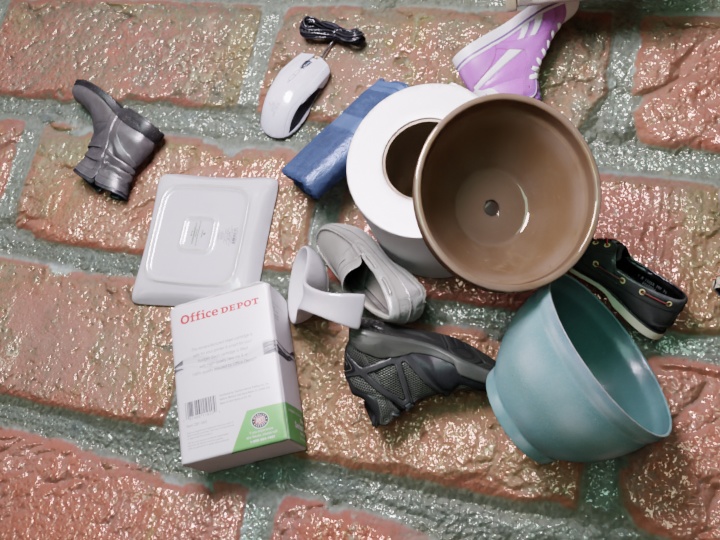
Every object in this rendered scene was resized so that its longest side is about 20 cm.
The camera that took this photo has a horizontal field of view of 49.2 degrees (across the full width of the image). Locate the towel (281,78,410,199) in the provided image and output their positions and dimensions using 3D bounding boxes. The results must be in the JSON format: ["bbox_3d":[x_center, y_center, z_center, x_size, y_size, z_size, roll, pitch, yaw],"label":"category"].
[{"bbox_3d":[-0.013,-0.179,1.074,0.199,0.049,0.111,-43,27,-5],"label":"towel"}]

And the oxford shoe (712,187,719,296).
[{"bbox_3d":[0.436,-0.009,0.896,0.072,0.071,0.205,-14,67,13],"label":"oxford shoe"}]

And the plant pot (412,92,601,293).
[{"bbox_3d":[0.148,-0.075,0.843,0.195,0.093,0.207,0,82,-3],"label":"plant pot"}]

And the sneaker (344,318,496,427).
[{"bbox_3d":[0.072,0.135,0.950,0.194,0.076,0.117,11,106,-5],"label":"sneaker"}]

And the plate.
[{"bbox_3d":[-0.226,-0.048,1.119,0.194,0.032,0.205,4,71,17],"label":"plate"}]

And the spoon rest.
[{"bbox_3d":[-0.059,0.026,0.977,0.059,0.199,0.102,9,95,-25],"label":"spoon rest"}]

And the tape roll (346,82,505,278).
[{"bbox_3d":[0.092,-0.109,0.992,0.197,0.139,0.208,-5,68,13],"label":"tape roll"}]

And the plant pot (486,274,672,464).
[{"bbox_3d":[0.221,0.125,0.856,0.134,0.198,0.203,-41,62,26],"label":"plant pot"}]

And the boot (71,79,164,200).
[{"bbox_3d":[-0.405,-0.202,1.210,0.198,0.070,0.133,32,87,28],"label":"boot"}]

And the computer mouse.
[{"bbox_3d":[-0.083,-0.287,1.160,0.108,0.044,0.203,26,79,22],"label":"computer mouse"}]

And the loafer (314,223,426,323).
[{"bbox_3d":[0.000,0.000,0.997,0.199,0.069,0.072,36,126,39],"label":"loafer"}]

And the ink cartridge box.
[{"bbox_3d":[-0.156,0.136,1.002,0.142,0.084,0.205,-14,67,10],"label":"ink cartridge box"}]

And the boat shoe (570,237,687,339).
[{"bbox_3d":[0.291,-0.009,0.927,0.201,0.073,0.064,43,125,20],"label":"boat shoe"}]

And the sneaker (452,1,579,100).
[{"bbox_3d":[0.232,-0.288,1.067,0.198,0.073,0.116,-34,84,-4],"label":"sneaker"}]

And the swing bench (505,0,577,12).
[{"bbox_3d":[0.284,-0.441,1.020,0.193,0.132,0.202,-2,37,13],"label":"swing bench"}]
